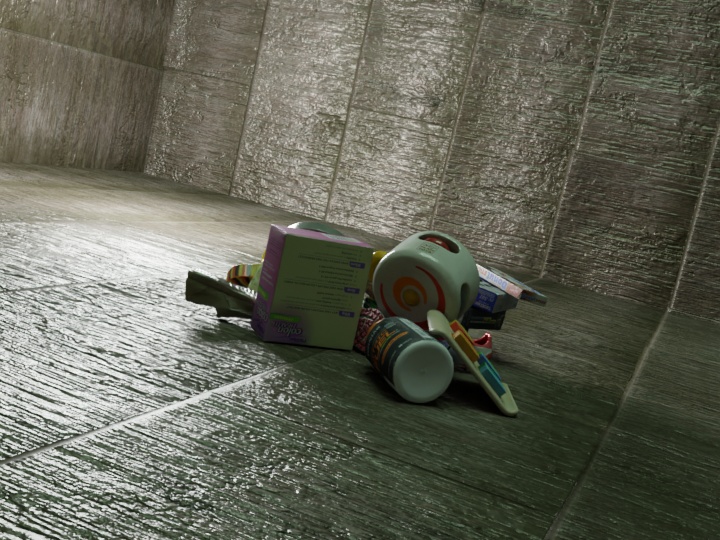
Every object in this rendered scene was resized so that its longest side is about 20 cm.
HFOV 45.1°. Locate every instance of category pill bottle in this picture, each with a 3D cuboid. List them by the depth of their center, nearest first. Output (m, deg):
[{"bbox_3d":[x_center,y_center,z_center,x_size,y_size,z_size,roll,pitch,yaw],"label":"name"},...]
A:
[{"bbox_3d":[0.071,0.140,1.449,0.106,0.107,0.200,10,8,-19],"label":"pill bottle"}]

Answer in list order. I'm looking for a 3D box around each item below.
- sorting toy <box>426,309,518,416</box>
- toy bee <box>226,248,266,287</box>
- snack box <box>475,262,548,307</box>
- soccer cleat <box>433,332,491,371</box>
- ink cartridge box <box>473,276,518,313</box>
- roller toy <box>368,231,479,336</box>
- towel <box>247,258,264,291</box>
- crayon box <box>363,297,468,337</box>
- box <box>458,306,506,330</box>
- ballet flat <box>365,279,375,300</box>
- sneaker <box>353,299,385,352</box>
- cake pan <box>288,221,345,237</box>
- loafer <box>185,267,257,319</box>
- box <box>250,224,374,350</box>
[{"bbox_3d":[0.194,0.150,1.494,0.200,0.036,0.185,47,7,-4],"label":"sorting toy"},{"bbox_3d":[-0.192,0.004,1.877,0.199,0.109,0.131,-12,55,-17],"label":"toy bee"},{"bbox_3d":[0.311,0.028,1.837,0.072,0.024,0.200,17,10,-28],"label":"snack box"},{"bbox_3d":[0.162,0.146,1.640,0.199,0.077,0.067,9,9,-26],"label":"soccer cleat"},{"bbox_3d":[0.269,0.050,1.839,0.094,0.044,0.200,23,9,22],"label":"ink cartridge box"},{"bbox_3d":[0.121,0.026,1.654,0.182,0.200,0.140,-27,6,38],"label":"roller toy"},{"bbox_3d":[-0.134,0.041,1.752,0.199,0.149,0.037,15,-29,22],"label":"towel"},{"bbox_3d":[0.113,0.113,1.841,0.199,0.058,0.119,11,9,-20],"label":"crayon box"},{"bbox_3d":[0.188,0.072,1.858,0.200,0.051,0.157,23,10,39],"label":"box"},{"bbox_3d":[0.000,0.000,1.835,0.200,0.065,0.070,29,35,24],"label":"ballet flat"},{"bbox_3d":[0.015,0.111,1.680,0.075,0.081,0.200,42,0,-31],"label":"sneaker"},{"bbox_3d":[-0.103,-0.034,1.929,0.200,0.201,0.037,12,48,-1],"label":"cake pan"},{"bbox_3d":[-0.246,0.062,1.647,0.200,0.068,0.076,27,6,-16],"label":"loafer"},{"bbox_3d":[-0.090,0.032,1.601,0.175,0.201,0.097,8,9,-25],"label":"box"}]
